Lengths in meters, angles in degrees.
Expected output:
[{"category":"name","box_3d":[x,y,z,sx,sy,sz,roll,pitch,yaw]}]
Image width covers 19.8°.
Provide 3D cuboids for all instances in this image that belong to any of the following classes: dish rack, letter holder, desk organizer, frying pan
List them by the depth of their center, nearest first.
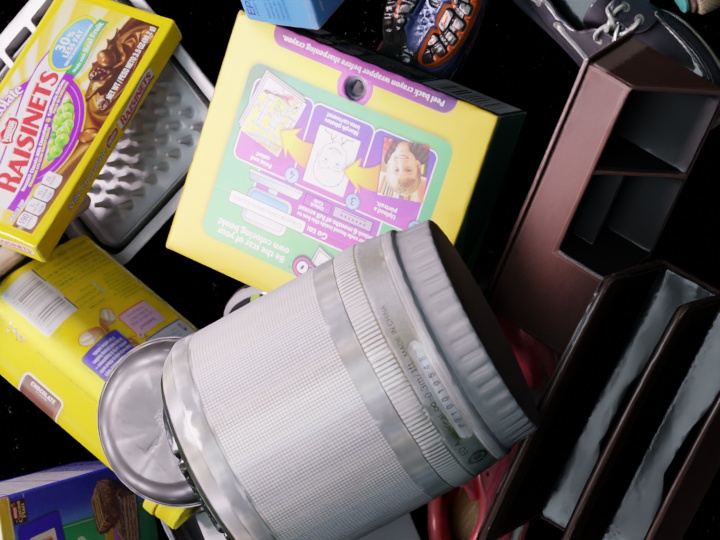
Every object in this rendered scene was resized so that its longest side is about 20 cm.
[{"category":"letter holder","box_3d":[0.173,0.107,1.334,0.100,0.142,0.201,30,106,21]},{"category":"desk organizer","box_3d":[0.157,-0.045,1.342,0.077,0.072,0.201,32,124,17]},{"category":"frying pan","box_3d":[-0.091,0.095,1.369,0.189,0.031,0.116,-13,91,17]},{"category":"dish rack","box_3d":[-0.188,-0.120,1.550,0.172,0.043,0.200,-45,75,21]}]

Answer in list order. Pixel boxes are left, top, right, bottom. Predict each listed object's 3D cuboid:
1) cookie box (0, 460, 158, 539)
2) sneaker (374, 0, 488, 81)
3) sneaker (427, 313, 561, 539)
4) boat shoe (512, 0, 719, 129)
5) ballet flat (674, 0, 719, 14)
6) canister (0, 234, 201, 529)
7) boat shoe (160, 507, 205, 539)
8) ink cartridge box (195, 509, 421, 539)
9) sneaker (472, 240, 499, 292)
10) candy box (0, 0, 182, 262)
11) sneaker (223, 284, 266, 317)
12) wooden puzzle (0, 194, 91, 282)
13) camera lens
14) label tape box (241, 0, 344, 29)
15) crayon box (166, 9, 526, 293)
[{"category":"cookie box","box_3d":[-0.224,0.235,1.506,0.075,0.200,0.172,-8,91,26]},{"category":"sneaker","box_3d":[0.035,-0.132,1.422,0.075,0.078,0.200,42,116,13]},{"category":"sneaker","box_3d":[0.089,0.119,1.407,0.073,0.087,0.201,12,99,24]},{"category":"boat shoe","box_3d":[0.158,-0.161,1.365,0.200,0.063,0.073,44,108,16]},{"category":"ballet flat","box_3d":[0.190,-0.262,1.350,0.075,0.068,0.200,-35,83,2]},{"category":"canister","box_3d":[-0.166,0.074,1.475,0.200,0.148,0.087,40,117,7]},{"category":"boat shoe","box_3d":[-0.092,0.222,1.513,0.072,0.068,0.201,-33,79,24]},{"category":"ink cartridge box","box_3d":[-0.014,0.237,1.427,0.145,0.083,0.201,-22,90,54]},{"category":"sneaker","box_3d":[0.000,0.000,1.457,0.199,0.077,0.089,25,120,27]},{"category":"candy box","box_3d":[-0.218,-0.108,1.472,0.102,0.026,0.201,18,67,25]},{"category":"sneaker","box_3d":[-0.026,0.063,1.441,0.199,0.072,0.083,10,57,35]},{"category":"wooden puzzle","box_3d":[-0.294,0.035,1.509,0.046,0.185,0.200,40,127,4]},{"category":"camera lens","box_3d":[-0.010,0.079,1.265,0.199,0.160,0.161,-28,81,9]},{"category":"label tape box","box_3d":[-0.019,-0.276,1.351,0.066,0.200,0.144,11,138,33]},{"category":"crayon box","box_3d":[-0.012,-0.059,1.377,0.199,0.058,0.173,24,106,20]}]
